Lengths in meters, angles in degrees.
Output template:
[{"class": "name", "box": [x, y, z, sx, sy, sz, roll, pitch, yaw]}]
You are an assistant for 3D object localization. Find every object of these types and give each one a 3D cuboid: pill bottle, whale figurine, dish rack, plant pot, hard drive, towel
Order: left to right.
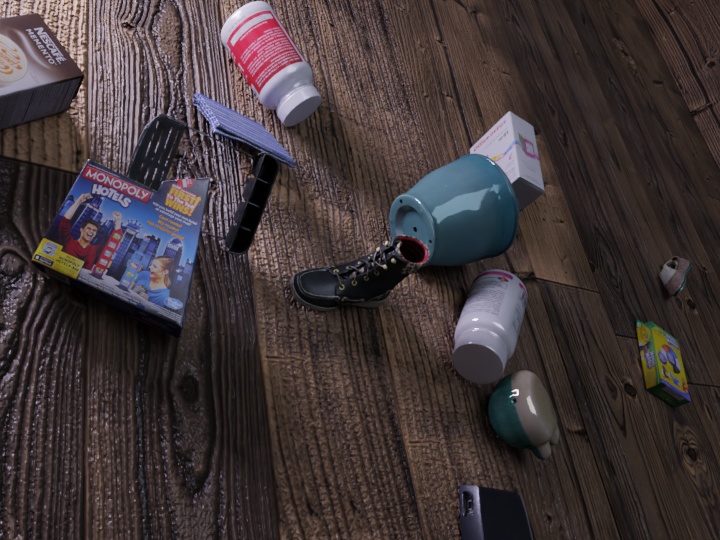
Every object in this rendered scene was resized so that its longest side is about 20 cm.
[{"class": "dish rack", "box": [-0.232, -0.126, 0.999, 0.197, 0.054, 0.157, 21, 93, -29]}, {"class": "towel", "box": [-0.191, -0.224, 1.111, 0.142, 0.024, 0.200, 22, 16, -32]}, {"class": "pill bottle", "box": [-0.157, -0.367, 1.247, 0.111, 0.112, 0.202, -26, 81, -47]}, {"class": "plant pot", "box": [0.161, -0.096, 1.295, 0.185, 0.200, 0.203, -21, 75, -31]}, {"class": "pill bottle", "box": [0.235, 0.101, 1.268, 0.113, 0.113, 0.201, 41, 42, -10]}, {"class": "hard drive", "box": [0.218, 0.438, 1.072, 0.133, 0.042, 0.204, 20, 51, -31]}, {"class": "whale figurine", "box": [0.295, 0.262, 1.241, 0.199, 0.102, 0.163, 37, 37, -53]}]

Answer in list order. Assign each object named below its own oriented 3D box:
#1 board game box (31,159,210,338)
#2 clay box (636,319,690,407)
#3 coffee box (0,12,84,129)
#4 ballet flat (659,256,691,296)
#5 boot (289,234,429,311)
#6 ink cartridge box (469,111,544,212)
[{"class": "board game box", "box": [-0.285, -0.049, 0.907, 0.196, 0.062, 0.204, 25, 65, -9]}, {"class": "clay box", "box": [0.730, 0.214, 1.678, 0.113, 0.047, 0.204, 29, 47, -23]}, {"class": "coffee box", "box": [-0.483, -0.253, 0.901, 0.115, 0.079, 0.199, 51, 42, 0]}, {"class": "ballet flat", "box": [0.879, 0.013, 1.949, 0.067, 0.069, 0.199, 37, 34, 14]}, {"class": "boot", "box": [0.000, -0.001, 1.100, 0.200, 0.153, 0.075, 3, 59, -40]}, {"class": "ink cartridge box", "box": [0.323, -0.228, 1.550, 0.083, 0.144, 0.204, 22, 49, -25]}]
